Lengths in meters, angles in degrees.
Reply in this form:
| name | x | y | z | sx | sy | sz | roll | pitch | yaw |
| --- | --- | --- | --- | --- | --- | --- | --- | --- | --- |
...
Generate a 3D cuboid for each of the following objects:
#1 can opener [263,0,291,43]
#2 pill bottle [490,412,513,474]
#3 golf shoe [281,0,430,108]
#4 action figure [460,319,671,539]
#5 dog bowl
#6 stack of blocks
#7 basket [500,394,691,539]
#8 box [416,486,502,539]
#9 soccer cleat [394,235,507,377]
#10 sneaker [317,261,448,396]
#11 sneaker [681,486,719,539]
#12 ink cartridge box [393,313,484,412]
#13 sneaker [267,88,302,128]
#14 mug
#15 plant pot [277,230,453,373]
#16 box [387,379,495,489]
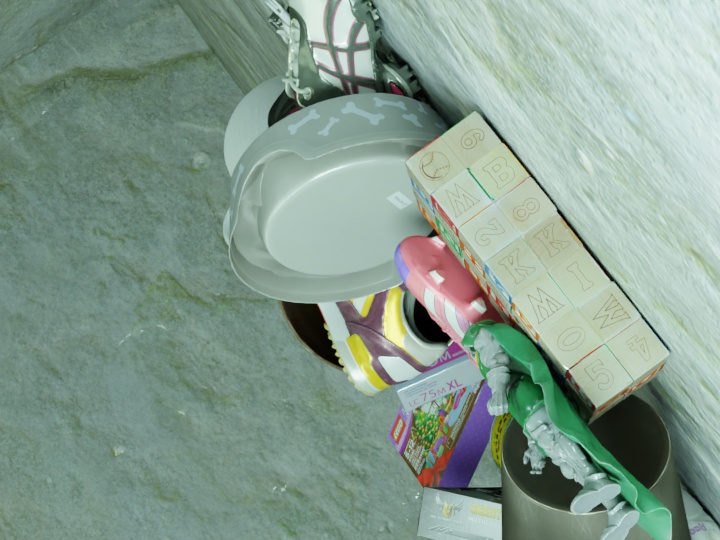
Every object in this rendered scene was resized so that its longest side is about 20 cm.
| name | x | y | z | sx | sy | sz | roll | pitch | yaw |
| --- | --- | --- | --- | --- | --- | --- | --- | --- | --- |
| can opener | -0.001 | -0.164 | 1.078 | 0.200 | 0.067 | 0.053 | 41 | -174 | -30 |
| pill bottle | 0.178 | 0.157 | 1.186 | 0.113 | 0.113 | 0.200 | 54 | 178 | 2 |
| golf shoe | -0.025 | -0.165 | 0.997 | 0.200 | 0.088 | 0.077 | 57 | 178 | -27 |
| action figure | 0.114 | 0.091 | 0.861 | 0.118 | 0.055 | 0.200 | 53 | -178 | -36 |
| dog bowl | -0.007 | -0.055 | 1.016 | 0.200 | 0.200 | 0.059 | 58 | -169 | -58 |
| stack of blocks | 0.115 | 0.003 | 0.895 | 0.200 | 0.059 | 0.115 | 54 | 178 | 15 |
| basket | 0.167 | 0.189 | 0.953 | 0.180 | 0.136 | 0.200 | 38 | 153 | 41 |
| box | 0.177 | 0.242 | 1.251 | 0.200 | 0.048 | 0.158 | 7 | 175 | 35 |
| soccer cleat | 0.094 | 0.045 | 1.004 | 0.200 | 0.076 | 0.067 | 32 | -141 | -25 |
| sneaker | 0.000 | 0.000 | 1.132 | 0.200 | 0.090 | 0.075 | 62 | -165 | 0 |
| sneaker | 0.268 | 0.246 | 1.108 | 0.100 | 0.075 | 0.200 | 50 | 176 | 43 |
| ink cartridge box | 0.071 | 0.047 | 1.386 | 0.200 | 0.119 | 0.042 | -111 | -4 | -53 |
| sneaker | -0.035 | -0.117 | 1.148 | 0.077 | 0.084 | 0.200 | 43 | -149 | -25 |
| mug | -0.058 | -0.090 | 1.374 | 0.148 | 0.200 | 0.175 | 50 | 174 | -36 |
| plant pot | 0.042 | 0.001 | 1.259 | 0.187 | 0.187 | 0.200 | 54 | -166 | 11 |
| box | 0.103 | 0.129 | 1.440 | 0.039 | 0.200 | 0.137 | 15 | -164 | -25 |
